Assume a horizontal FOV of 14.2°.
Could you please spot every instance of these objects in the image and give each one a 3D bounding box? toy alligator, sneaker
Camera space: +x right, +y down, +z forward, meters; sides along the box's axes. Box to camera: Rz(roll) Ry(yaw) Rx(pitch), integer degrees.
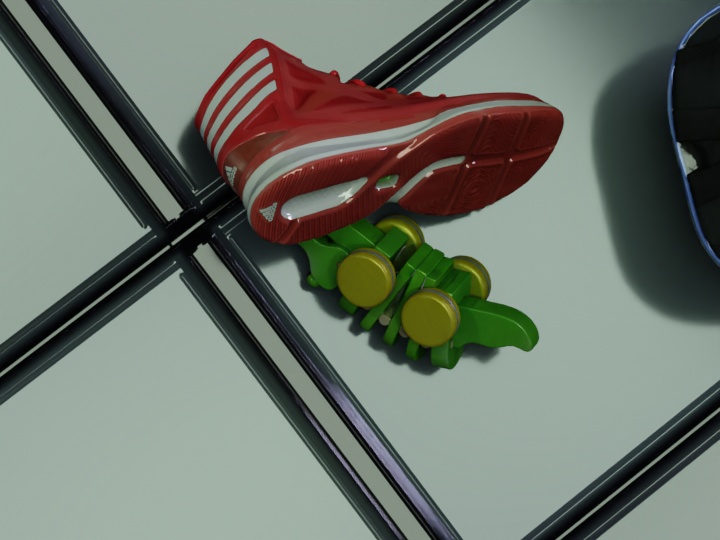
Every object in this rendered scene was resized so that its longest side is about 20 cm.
[{"bbox_3d":[0.000,0.000,1.518,0.200,0.059,0.054,31,120,7],"label":"toy alligator"},{"bbox_3d":[0.005,-0.087,1.511,0.199,0.079,0.116,-10,50,-37],"label":"sneaker"}]

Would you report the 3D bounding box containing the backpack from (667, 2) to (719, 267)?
[{"bbox_3d":[0.269,-0.069,1.504,0.199,0.147,0.184,-11,85,14],"label":"backpack"}]
